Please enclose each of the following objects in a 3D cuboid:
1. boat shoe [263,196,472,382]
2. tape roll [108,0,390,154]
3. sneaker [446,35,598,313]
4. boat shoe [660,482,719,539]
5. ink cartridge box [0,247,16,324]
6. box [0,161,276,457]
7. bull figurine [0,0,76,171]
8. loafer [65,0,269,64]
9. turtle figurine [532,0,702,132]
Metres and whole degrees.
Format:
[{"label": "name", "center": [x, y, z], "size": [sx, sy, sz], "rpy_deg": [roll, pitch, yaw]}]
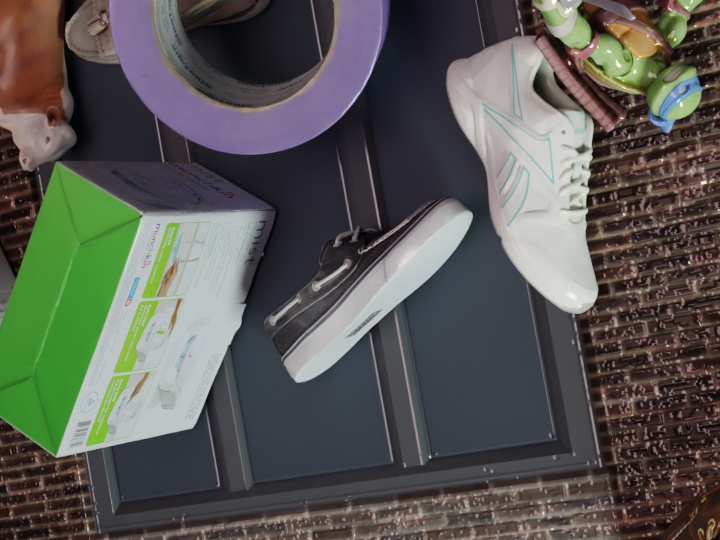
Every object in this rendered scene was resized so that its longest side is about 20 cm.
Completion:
[{"label": "boat shoe", "center": [0.000, 0.000, 1.320], "size": [0.200, 0.071, 0.068], "rpy_deg": [-45, 72, 33]}, {"label": "tape roll", "center": [-0.079, -0.192, 1.293], "size": [0.197, 0.085, 0.203], "rpy_deg": [2, 107, 5]}, {"label": "sneaker", "center": [0.127, -0.069, 1.234], "size": [0.080, 0.070, 0.202], "rpy_deg": [-25, 80, 27]}, {"label": "boat shoe", "center": [0.256, 0.165, 1.171], "size": [0.071, 0.070, 0.200], "rpy_deg": [51, 117, 17]}, {"label": "ink cartridge box", "center": [-0.363, 0.027, 1.495], "size": [0.084, 0.145, 0.201], "rpy_deg": [-35, 75, 27]}, {"label": "box", "center": [-0.175, 0.025, 1.362], "size": [0.096, 0.176, 0.202], "rpy_deg": [30, 108, 26]}, {"label": "bull figurine", "center": [-0.291, -0.183, 1.475], "size": [0.120, 0.065, 0.203], "rpy_deg": [3, 87, -1]}, {"label": "loafer", "center": [-0.164, -0.212, 1.405], "size": [0.198, 0.063, 0.073], "rpy_deg": [-12, 88, 31]}, {"label": "turtle figurine", "center": [0.165, -0.204, 1.162], "size": [0.144, 0.200, 0.194], "rpy_deg": [-42, 64, -10]}]
